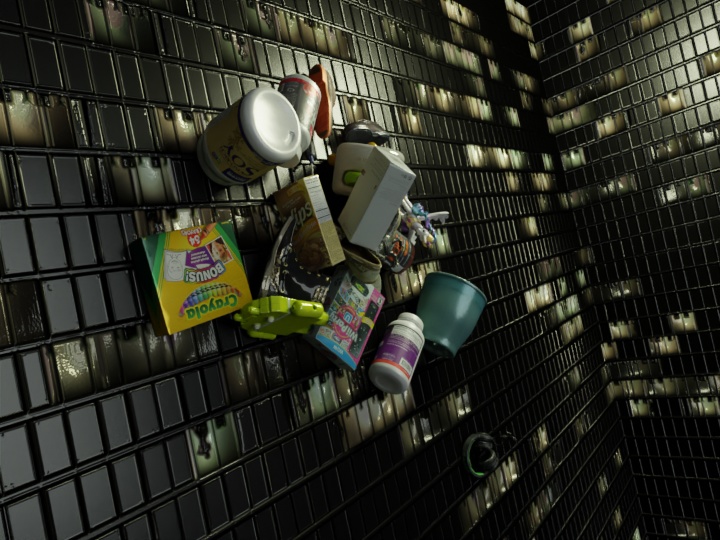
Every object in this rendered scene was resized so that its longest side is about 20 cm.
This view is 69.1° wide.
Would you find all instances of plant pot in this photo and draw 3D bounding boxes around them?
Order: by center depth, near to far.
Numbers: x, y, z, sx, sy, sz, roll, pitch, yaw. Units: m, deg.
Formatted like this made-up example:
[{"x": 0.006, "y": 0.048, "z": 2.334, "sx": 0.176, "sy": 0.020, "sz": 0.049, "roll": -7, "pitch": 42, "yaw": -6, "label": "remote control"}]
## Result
[{"x": 0.242, "y": 0.140, "z": 1.518, "sx": 0.199, "sy": 0.197, "sz": 0.192, "roll": 40, "pitch": 68, "yaw": -34, "label": "plant pot"}]

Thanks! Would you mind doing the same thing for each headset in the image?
[{"x": 0.402, "y": 0.566, "z": 1.641, "sx": 0.196, "sy": 0.093, "sz": 0.127, "roll": -16, "pitch": 92, "yaw": -38, "label": "headset"}]

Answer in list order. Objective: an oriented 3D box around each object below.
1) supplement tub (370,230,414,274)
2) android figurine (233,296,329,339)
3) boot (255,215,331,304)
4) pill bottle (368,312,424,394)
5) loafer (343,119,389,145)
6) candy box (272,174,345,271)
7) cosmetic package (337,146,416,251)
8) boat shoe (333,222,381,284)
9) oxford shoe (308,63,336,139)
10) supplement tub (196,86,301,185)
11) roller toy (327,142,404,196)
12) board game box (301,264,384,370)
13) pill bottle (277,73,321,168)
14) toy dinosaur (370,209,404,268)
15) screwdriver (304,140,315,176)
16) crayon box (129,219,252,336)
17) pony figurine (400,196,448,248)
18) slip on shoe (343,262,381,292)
[{"x": 0.053, "y": -0.075, "z": 1.408, "sx": 0.198, "sy": 0.105, "sz": 0.110, "roll": 30, "pitch": 58, "yaw": -40, "label": "supplement tub"}, {"x": -0.161, "y": 0.097, "z": 1.058, "sx": 0.197, "sy": 0.179, "sz": 0.042, "roll": 16, "pitch": 58, "yaw": -47, "label": "android figurine"}, {"x": -0.136, "y": -0.005, "z": 1.157, "sx": 0.147, "sy": 0.073, "sz": 0.205, "roll": 23, "pitch": 64, "yaw": -15, "label": "boot"}, {"x": 0.101, "y": 0.214, "z": 1.379, "sx": 0.113, "sy": 0.110, "sz": 0.202, "roll": 51, "pitch": 46, "yaw": -26, "label": "pill bottle"}, {"x": 0.008, "y": -0.397, "z": 1.488, "sx": 0.198, "sy": 0.071, "sz": 0.064, "roll": -11, "pitch": 67, "yaw": -55, "label": "loafer"}, {"x": -0.119, "y": -0.103, "z": 1.210, "sx": 0.055, "sy": 0.113, "sz": 0.206, "roll": -26, "pitch": 99, "yaw": -49, "label": "candy box"}, {"x": 0.033, "y": -0.164, "z": 1.205, "sx": 0.079, "sy": 0.203, "sz": 0.113, "roll": 18, "pitch": 22, "yaw": -30, "label": "cosmetic package"}, {"x": -0.025, "y": -0.057, "z": 1.237, "sx": 0.199, "sy": 0.063, "sz": 0.073, "roll": 42, "pitch": 47, "yaw": 15, "label": "boat shoe"}, {"x": -0.088, "y": -0.438, "z": 1.377, "sx": 0.072, "sy": 0.070, "sz": 0.207, "roll": 11, "pitch": 71, "yaw": -51, "label": "oxford shoe"}, {"x": -0.230, "y": -0.264, "z": 1.063, "sx": 0.143, "sy": 0.197, "sz": 0.150, "roll": 17, "pitch": 66, "yaw": -44, "label": "supplement tub"}, {"x": 0.019, "y": -0.256, "z": 1.344, "sx": 0.178, "sy": 0.199, "sz": 0.145, "roll": 5, "pitch": 98, "yaw": -28, "label": "roller toy"}, {"x": -0.036, "y": 0.113, "z": 1.263, "sx": 0.147, "sy": 0.063, "sz": 0.204, "roll": 43, "pitch": 61, "yaw": -32, "label": "board game box"}, {"x": -0.162, "y": -0.349, "z": 1.234, "sx": 0.110, "sy": 0.109, "sz": 0.205, "roll": 32, "pitch": 57, "yaw": -38, "label": "pill bottle"}, {"x": 0.072, "y": -0.065, "z": 1.330, "sx": 0.088, "sy": 0.047, "sz": 0.203, "roll": 41, "pitch": 74, "yaw": -29, "label": "toy dinosaur"}, {"x": -0.115, "y": -0.247, "z": 1.274, "sx": 0.028, "sy": 0.028, "sz": 0.204, "roll": 2, "pitch": 53, "yaw": -22, "label": "screwdriver"}, {"x": -0.314, "y": 0.010, "z": 0.997, "sx": 0.198, "sy": 0.057, "sz": 0.178, "roll": -20, "pitch": 95, "yaw": -50, "label": "crayon box"}, {"x": 0.153, "y": -0.144, "z": 1.505, "sx": 0.201, "sy": 0.167, "sz": 0.193, "roll": 48, "pitch": 17, "yaw": 8, "label": "pony figurine"}, {"x": 0.000, "y": 0.000, "z": 1.361, "sx": 0.073, "sy": 0.061, "sz": 0.203, "roll": -37, "pitch": 121, "yaw": -19, "label": "slip on shoe"}]
